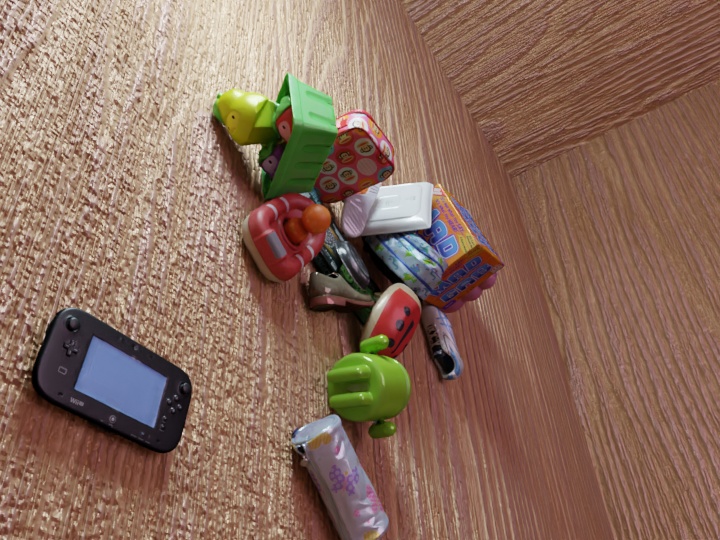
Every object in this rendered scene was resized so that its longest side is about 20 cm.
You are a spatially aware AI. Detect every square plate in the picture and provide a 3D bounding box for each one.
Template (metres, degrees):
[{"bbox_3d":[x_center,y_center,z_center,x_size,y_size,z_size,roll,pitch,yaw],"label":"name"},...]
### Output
[{"bbox_3d":[0.067,-0.148,1.515,0.201,0.195,0.029,-79,159,-53],"label":"square plate"}]

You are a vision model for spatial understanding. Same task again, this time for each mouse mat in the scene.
[{"bbox_3d":[-0.012,0.029,1.415,0.201,0.007,0.162,53,26,-30],"label":"mouse mat"}]

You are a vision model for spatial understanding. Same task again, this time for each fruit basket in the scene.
[{"bbox_3d":[-0.162,-0.244,1.165,0.215,0.214,0.157,37,35,-49],"label":"fruit basket"}]

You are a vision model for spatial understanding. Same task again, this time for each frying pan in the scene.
[{"bbox_3d":[0.003,0.010,1.330,0.190,0.031,0.116,51,12,-40],"label":"frying pan"}]

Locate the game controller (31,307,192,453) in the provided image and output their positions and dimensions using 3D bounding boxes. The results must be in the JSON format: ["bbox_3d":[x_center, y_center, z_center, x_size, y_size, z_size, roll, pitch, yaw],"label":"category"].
[{"bbox_3d":[-0.267,0.126,0.727,0.200,0.042,0.105,44,32,-41],"label":"game controller"}]

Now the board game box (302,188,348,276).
[{"bbox_3d":[-0.094,-0.095,1.317,0.201,0.028,0.136,58,24,-15],"label":"board game box"}]

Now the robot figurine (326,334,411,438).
[{"bbox_3d":[0.018,0.209,1.171,0.199,0.114,0.178,21,59,-60],"label":"robot figurine"}]

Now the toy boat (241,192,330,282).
[{"bbox_3d":[-0.108,-0.073,1.144,0.132,0.130,0.200,61,24,-11],"label":"toy boat"}]

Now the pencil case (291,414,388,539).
[{"bbox_3d":[-0.031,0.323,1.001,0.202,0.082,0.091,64,17,-7],"label":"pencil case"}]

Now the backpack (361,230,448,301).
[{"bbox_3d":[0.104,-0.021,1.476,0.163,0.153,0.201,49,13,-35],"label":"backpack"}]

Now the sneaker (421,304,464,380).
[{"bbox_3d":[0.201,0.180,1.658,0.072,0.071,0.202,-6,71,-57],"label":"sneaker"}]

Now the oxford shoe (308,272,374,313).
[{"bbox_3d":[-0.032,0.040,1.269,0.199,0.070,0.076,14,64,-62],"label":"oxford shoe"}]

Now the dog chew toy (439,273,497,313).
[{"bbox_3d":[0.280,0.036,1.794,0.125,0.198,0.126,47,29,-37],"label":"dog chew toy"}]

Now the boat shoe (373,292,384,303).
[{"bbox_3d":[0.080,0.085,1.495,0.199,0.070,0.070,4,91,-63],"label":"boat shoe"}]

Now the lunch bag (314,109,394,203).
[{"bbox_3d":[-0.044,-0.239,1.355,0.176,0.198,0.083,45,35,-40],"label":"lunch bag"}]

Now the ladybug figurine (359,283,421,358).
[{"bbox_3d":[0.066,0.114,1.339,0.201,0.071,0.137,-55,146,-34],"label":"ladybug figurine"}]

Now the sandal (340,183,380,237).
[{"bbox_3d":[-0.017,-0.149,1.457,0.079,0.059,0.208,37,49,-21],"label":"sandal"}]

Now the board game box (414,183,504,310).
[{"bbox_3d":[0.207,-0.054,1.669,0.199,0.199,0.201,26,31,-56],"label":"board game box"}]
